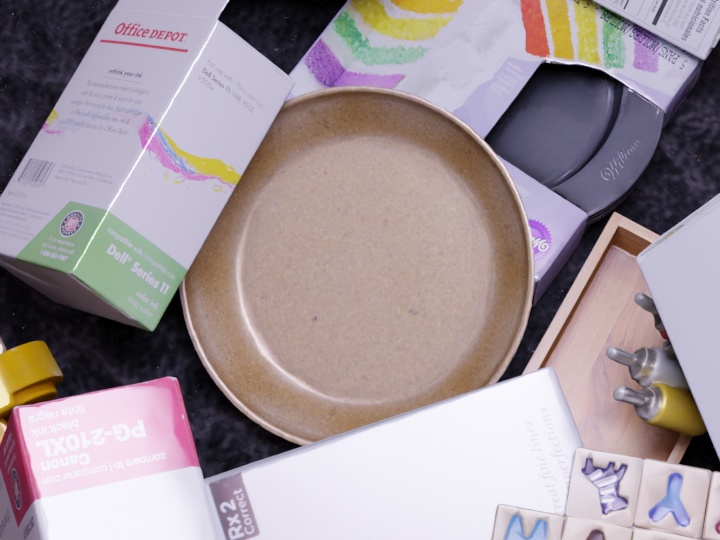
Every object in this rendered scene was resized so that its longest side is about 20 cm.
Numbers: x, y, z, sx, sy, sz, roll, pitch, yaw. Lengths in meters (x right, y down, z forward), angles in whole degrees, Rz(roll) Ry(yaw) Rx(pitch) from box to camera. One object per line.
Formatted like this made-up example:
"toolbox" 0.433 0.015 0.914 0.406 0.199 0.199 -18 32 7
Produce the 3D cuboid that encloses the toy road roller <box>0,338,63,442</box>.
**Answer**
"toy road roller" -0.248 0.095 1.208 0.199 0.123 0.146 -29 84 -13

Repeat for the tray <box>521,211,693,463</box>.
"tray" 0.136 0.077 1.272 0.098 0.037 0.201 28 70 9

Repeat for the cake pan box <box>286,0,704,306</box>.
"cake pan box" 0.076 -0.102 1.330 0.200 0.052 0.184 35 74 11

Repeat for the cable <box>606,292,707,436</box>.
"cable" 0.224 0.075 1.256 0.200 0.050 0.097 34 53 -20

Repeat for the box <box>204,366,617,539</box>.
"box" 0.035 0.178 1.154 0.199 0.131 0.200 -18 79 0

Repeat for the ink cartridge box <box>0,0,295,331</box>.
"ink cartridge box" -0.114 -0.075 1.260 0.067 0.117 0.201 37 76 -35

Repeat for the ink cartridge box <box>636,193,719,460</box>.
"ink cartridge box" 0.257 0.032 1.214 0.199 0.084 0.147 -2 63 -43

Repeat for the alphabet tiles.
"alphabet tiles" 0.134 0.189 1.078 0.165 0.006 0.201 10 79 3

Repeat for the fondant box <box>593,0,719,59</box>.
"fondant box" 0.147 -0.225 1.345 0.199 0.058 0.144 30 46 6

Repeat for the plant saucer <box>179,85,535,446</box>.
"plant saucer" 0.000 0.000 1.267 0.199 0.035 0.201 0 88 13

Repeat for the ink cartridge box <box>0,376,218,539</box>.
"ink cartridge box" -0.113 0.171 1.087 0.084 0.145 0.201 -10 73 -18
